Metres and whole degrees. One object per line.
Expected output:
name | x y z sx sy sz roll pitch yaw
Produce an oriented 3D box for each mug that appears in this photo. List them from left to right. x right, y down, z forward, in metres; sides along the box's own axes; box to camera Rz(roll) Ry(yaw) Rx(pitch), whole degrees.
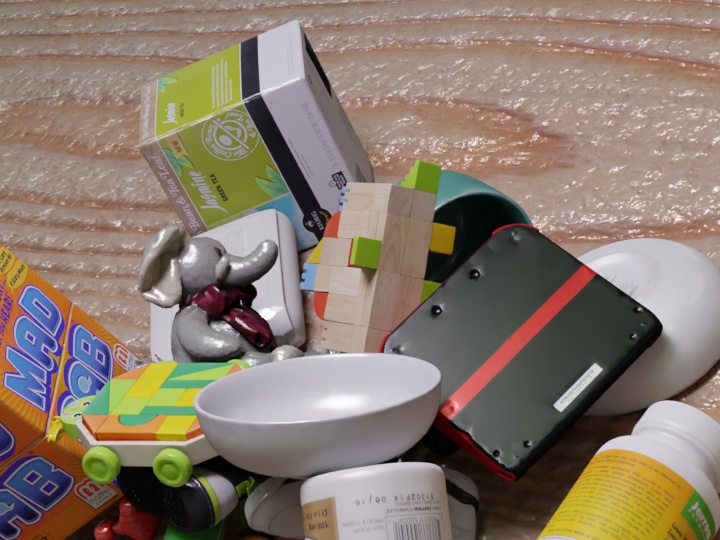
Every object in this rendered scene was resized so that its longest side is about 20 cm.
mug | 0.063 -0.016 1.763 0.184 0.153 0.114 -9 22 -25

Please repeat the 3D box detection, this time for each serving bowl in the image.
serving bowl | -0.031 0.122 1.481 0.198 0.066 0.200 -6 12 1
serving bowl | 0.232 0.036 1.654 0.199 0.066 0.201 -19 34 13

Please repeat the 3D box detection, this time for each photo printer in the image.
photo printer | -0.138 0.038 1.919 0.165 0.070 0.201 -22 37 9

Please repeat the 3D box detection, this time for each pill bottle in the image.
pill bottle | 0.019 0.253 1.405 0.114 0.114 0.202 -12 76 22
pill bottle | 0.207 0.199 1.418 0.111 0.111 0.200 8 48 42

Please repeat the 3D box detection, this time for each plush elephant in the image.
plush elephant | -0.129 0.034 1.752 0.198 0.156 0.165 -4 -3 19

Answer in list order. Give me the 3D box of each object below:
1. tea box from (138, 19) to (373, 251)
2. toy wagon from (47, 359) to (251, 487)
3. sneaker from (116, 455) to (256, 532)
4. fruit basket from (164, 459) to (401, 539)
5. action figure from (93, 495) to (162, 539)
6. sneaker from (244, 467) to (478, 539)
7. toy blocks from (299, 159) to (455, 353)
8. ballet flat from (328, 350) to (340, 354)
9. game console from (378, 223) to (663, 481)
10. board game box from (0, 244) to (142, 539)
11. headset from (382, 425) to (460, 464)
tea box | -0.111 -0.128 2.009 0.195 0.201 0.134 -22 34 11
toy wagon | -0.184 0.126 1.597 0.198 0.040 0.155 -1 28 22
sneaker | -0.155 0.173 1.619 0.082 0.072 0.200 -25 28 -26
fruit basket | -0.068 0.239 1.610 0.198 0.094 0.186 -2 39 10
action figure | -0.174 0.185 1.758 0.199 0.065 0.099 -34 40 -10
sneaker | 0.007 0.220 1.515 0.198 0.075 0.115 1 43 -11
toy blocks | 0.000 0.000 1.667 0.136 0.099 0.202 5 85 58
ballet flat | 0.012 0.043 1.831 0.064 0.067 0.201 -33 20 48
game console | 0.131 0.064 1.575 0.177 0.031 0.200 38 70 25
board game box | -0.354 0.143 1.773 0.199 0.200 0.201 -37 29 23
headset | 0.041 0.117 1.646 0.122 0.095 0.200 3 29 13
